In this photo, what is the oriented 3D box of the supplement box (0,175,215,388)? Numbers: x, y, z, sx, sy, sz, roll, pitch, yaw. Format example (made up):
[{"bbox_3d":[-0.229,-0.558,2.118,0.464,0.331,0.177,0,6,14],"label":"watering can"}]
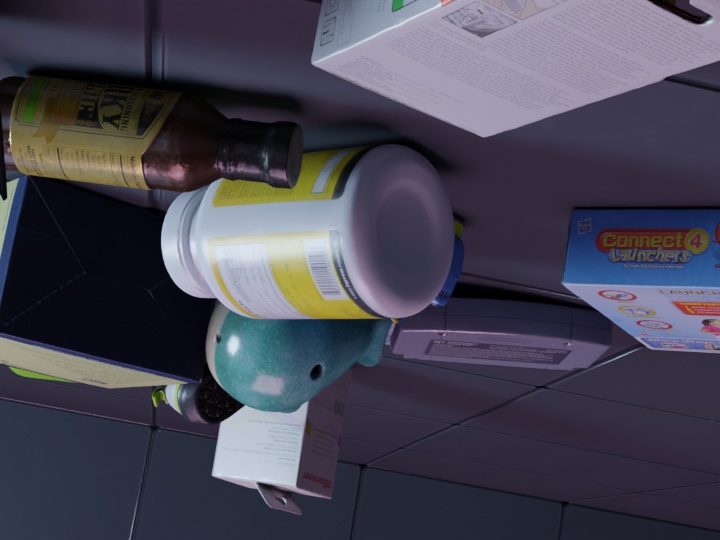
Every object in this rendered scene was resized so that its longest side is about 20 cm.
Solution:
[{"bbox_3d":[-0.262,0.019,1.209,0.198,0.136,0.199,18,164,-34],"label":"supplement box"}]

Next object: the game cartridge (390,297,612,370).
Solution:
[{"bbox_3d":[0.131,0.060,1.273,0.197,0.042,0.133,5,160,-3],"label":"game cartridge"}]

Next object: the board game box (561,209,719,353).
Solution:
[{"bbox_3d":[0.273,0.013,0.967,0.198,0.057,0.195,2,164,31],"label":"board game box"}]

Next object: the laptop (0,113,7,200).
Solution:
[{"bbox_3d":[-0.269,-0.125,0.680,0.197,0.105,0.177,12,166,-12],"label":"laptop"}]

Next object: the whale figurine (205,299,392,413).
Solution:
[{"bbox_3d":[-0.038,0.063,1.193,0.198,0.161,0.104,1,-156,-41],"label":"whale figurine"}]

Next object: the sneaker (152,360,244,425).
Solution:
[{"bbox_3d":[-0.109,0.076,1.273,0.199,0.073,0.082,-26,-155,-34],"label":"sneaker"}]

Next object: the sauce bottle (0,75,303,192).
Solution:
[{"bbox_3d":[-0.135,-0.083,0.848,0.197,0.066,0.065,7,167,8],"label":"sauce bottle"}]

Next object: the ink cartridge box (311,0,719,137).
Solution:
[{"bbox_3d":[0.076,-0.116,0.588,0.108,0.051,0.199,18,163,-30],"label":"ink cartridge box"}]

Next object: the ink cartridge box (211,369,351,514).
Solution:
[{"bbox_3d":[-0.102,0.207,1.738,0.124,0.203,0.128,4,166,22],"label":"ink cartridge box"}]

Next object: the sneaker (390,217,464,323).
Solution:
[{"bbox_3d":[0.000,0.000,1.071,0.065,0.080,0.199,18,166,-41],"label":"sneaker"}]

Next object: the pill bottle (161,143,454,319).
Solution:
[{"bbox_3d":[-0.042,-0.023,0.922,0.198,0.114,0.111,-1,163,41],"label":"pill bottle"}]

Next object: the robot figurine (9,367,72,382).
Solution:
[{"bbox_3d":[-0.315,0.064,1.479,0.197,0.117,0.175,5,169,17],"label":"robot figurine"}]

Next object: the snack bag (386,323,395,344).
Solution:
[{"bbox_3d":[0.010,0.042,1.360,0.186,0.022,0.200,10,164,-2],"label":"snack bag"}]
